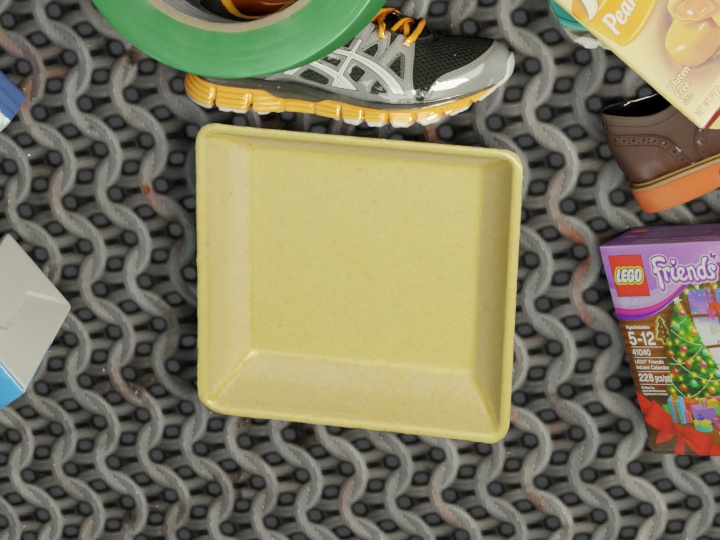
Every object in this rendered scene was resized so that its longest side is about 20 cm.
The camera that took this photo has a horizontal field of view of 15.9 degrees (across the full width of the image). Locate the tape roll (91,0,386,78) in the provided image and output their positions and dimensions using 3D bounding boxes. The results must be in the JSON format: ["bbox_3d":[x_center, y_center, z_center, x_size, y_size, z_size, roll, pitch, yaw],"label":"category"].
[{"bbox_3d":[-0.068,-0.210,1.464,0.199,0.048,0.202,1,96,13],"label":"tape roll"}]

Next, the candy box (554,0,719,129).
[{"bbox_3d":[0.155,-0.185,1.416,0.200,0.055,0.116,42,103,11],"label":"candy box"}]

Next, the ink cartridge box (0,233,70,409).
[{"bbox_3d":[-0.289,0.075,1.649,0.200,0.116,0.067,-34,107,23],"label":"ink cartridge box"}]

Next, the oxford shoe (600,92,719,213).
[{"bbox_3d":[0.229,-0.105,1.485,0.199,0.071,0.073,-28,103,23],"label":"oxford shoe"}]

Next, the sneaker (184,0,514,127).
[{"bbox_3d":[-0.009,-0.132,1.514,0.199,0.078,0.078,3,110,9],"label":"sneaker"}]

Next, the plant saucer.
[{"bbox_3d":[0.000,0.000,1.594,0.199,0.049,0.201,5,117,7],"label":"plant saucer"}]

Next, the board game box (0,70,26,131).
[{"bbox_3d":[-0.345,-0.110,1.607,0.200,0.043,0.199,-39,104,26],"label":"board game box"}]

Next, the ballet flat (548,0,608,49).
[{"bbox_3d":[0.207,-0.159,1.466,0.199,0.072,0.072,-16,113,20],"label":"ballet flat"}]

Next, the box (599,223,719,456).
[{"bbox_3d":[0.240,0.041,1.508,0.199,0.039,0.138,-3,108,46],"label":"box"}]
